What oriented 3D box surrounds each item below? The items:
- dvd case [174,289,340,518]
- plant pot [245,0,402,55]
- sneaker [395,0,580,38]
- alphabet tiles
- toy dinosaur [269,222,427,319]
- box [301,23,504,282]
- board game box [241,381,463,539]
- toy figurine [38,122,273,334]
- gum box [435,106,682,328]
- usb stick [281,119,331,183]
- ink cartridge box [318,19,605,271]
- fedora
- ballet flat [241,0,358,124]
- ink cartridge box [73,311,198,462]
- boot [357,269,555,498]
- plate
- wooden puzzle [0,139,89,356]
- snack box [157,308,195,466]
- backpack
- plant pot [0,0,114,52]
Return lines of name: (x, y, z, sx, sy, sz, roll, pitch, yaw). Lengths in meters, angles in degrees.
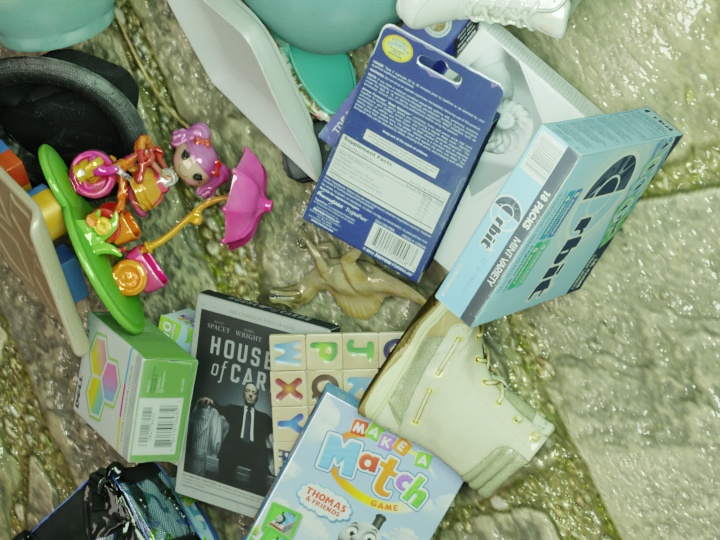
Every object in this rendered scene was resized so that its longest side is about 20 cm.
dvd case: (-0.098, 0.132, 1.742, 0.149, 0.025, 0.202, 14, 105, 27)
plant pot: (-0.027, -0.267, 1.617, 0.200, 0.200, 0.135, 40, 150, 22)
sneaker: (0.129, -0.230, 1.513, 0.199, 0.078, 0.100, -21, 73, 0)
alphabet tiles: (0.002, 0.154, 1.697, 0.166, 0.008, 0.202, -1, 103, 2)
toy dinosaur: (0.000, 0.000, 1.714, 0.199, 0.058, 0.102, 3, 115, 38)
box: (0.040, -0.102, 1.583, 0.121, 0.032, 0.201, 30, 120, 9)
board game box: (-0.011, 0.225, 1.692, 0.150, 0.037, 0.201, 27, 101, -4)
toy figurine: (-0.179, -0.070, 1.753, 0.183, 0.150, 0.201, -27, 94, 5)
gum box: (0.163, -0.047, 1.499, 0.045, 0.199, 0.171, 41, 118, 21)
usb stick: (0.012, -0.122, 1.688, 0.199, 0.033, 0.056, -11, 92, 34)
ink cartridge box: (0.084, -0.116, 1.602, 0.200, 0.041, 0.200, 40, 119, 2)
fedora: (-0.290, -0.161, 1.830, 0.199, 0.092, 0.202, 11, 137, 11)
ballet flat: (-0.060, -0.215, 1.713, 0.201, 0.075, 0.064, 64, 154, 14)
ink cartridge box: (-0.231, 0.103, 1.809, 0.200, 0.059, 0.105, 32, 115, 56)
boot: (0.110, 0.088, 1.613, 0.154, 0.072, 0.201, 35, 110, -1)
plate: (-0.109, -0.196, 1.669, 0.032, 0.201, 0.200, -38, 50, -10)
wooden puzzle: (-0.319, -0.039, 1.799, 0.200, 0.046, 0.186, 47, 157, 41)
snack box: (-0.119, 0.139, 1.804, 0.199, 0.053, 0.143, 23, 108, 29)
backpack: (-0.219, 0.310, 1.841, 0.183, 0.147, 0.201, -39, 72, 30)
plant pot: (-0.309, -0.296, 1.796, 0.199, 0.200, 0.135, 12, 128, 31)
